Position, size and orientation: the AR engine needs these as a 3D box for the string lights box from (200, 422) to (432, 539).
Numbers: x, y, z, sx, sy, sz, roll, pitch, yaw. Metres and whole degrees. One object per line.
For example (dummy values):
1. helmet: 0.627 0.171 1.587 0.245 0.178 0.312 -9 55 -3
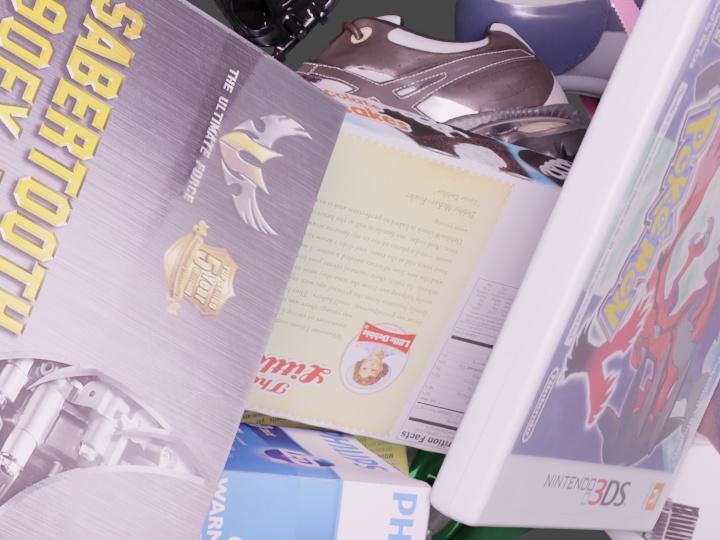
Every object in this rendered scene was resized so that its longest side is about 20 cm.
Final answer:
1. string lights box: -0.087 0.082 0.694 0.198 0.103 0.059 7 94 -17

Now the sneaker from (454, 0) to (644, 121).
1. sneaker: 0.131 -0.102 0.886 0.198 0.070 0.083 0 122 -18

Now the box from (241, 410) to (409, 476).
1. box: -0.027 0.032 0.828 0.075 0.050 0.202 -7 81 -15

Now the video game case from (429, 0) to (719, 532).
1. video game case: 0.108 0.000 0.735 0.023 0.182 0.201 25 95 27

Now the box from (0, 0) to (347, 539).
1. box: -0.104 0.002 0.582 0.158 0.048 0.201 31 62 -24

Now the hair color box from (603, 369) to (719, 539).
1. hair color box: 0.151 0.076 0.846 0.200 0.064 0.111 46 103 13

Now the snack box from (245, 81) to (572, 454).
1. snack box: 0.000 0.000 0.737 0.199 0.037 0.117 15 112 -29

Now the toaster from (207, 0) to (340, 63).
1. toaster: -0.023 -0.190 0.752 0.200 0.181 0.119 -41 70 -6

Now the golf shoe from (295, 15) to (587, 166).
1. golf shoe: -0.012 -0.047 0.793 0.198 0.078 0.095 -8 59 -17

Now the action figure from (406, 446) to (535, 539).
1. action figure: -0.017 0.134 0.872 0.118 0.055 0.200 45 84 -8
